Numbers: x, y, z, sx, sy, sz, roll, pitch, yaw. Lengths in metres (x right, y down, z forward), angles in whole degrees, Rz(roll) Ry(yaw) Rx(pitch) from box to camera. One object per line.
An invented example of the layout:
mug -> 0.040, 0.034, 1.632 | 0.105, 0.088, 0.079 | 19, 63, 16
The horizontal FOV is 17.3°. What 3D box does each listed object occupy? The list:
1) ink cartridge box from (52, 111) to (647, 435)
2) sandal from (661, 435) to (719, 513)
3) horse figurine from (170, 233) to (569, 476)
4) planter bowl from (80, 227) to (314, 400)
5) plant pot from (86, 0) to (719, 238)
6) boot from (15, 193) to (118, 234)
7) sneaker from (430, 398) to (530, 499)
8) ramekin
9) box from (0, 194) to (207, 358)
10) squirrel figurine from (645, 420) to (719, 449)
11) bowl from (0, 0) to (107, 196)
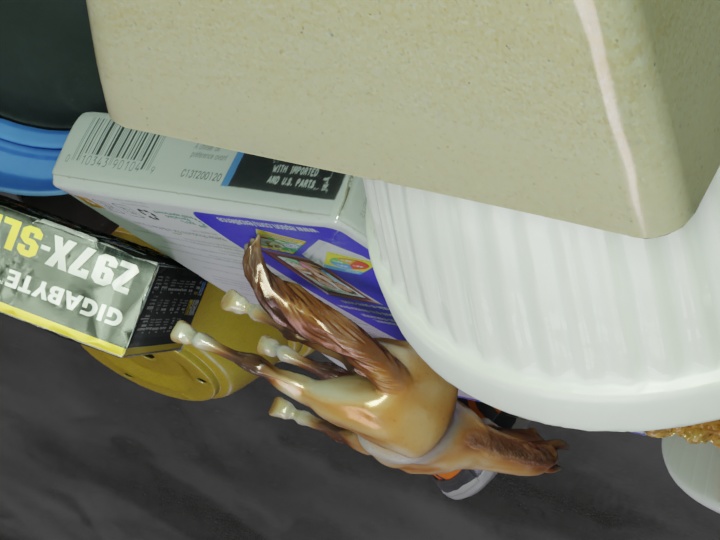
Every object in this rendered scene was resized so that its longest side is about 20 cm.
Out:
ink cartridge box -> 0.000, 0.000, 0.994 | 0.200, 0.043, 0.198 | 35, 163, -37
sandal -> 0.251, 0.113, 1.187 | 0.206, 0.079, 0.059 | 13, 153, 24
horse figurine -> 0.003, 0.049, 0.982 | 0.132, 0.050, 0.200 | 19, 167, 21
planter bowl -> -0.107, 0.018, 1.350 | 0.200, 0.084, 0.200 | 22, 158, 9
plant pot -> 0.028, -0.157, 0.690 | 0.200, 0.200, 0.177 | 13, 143, 28
boot -> -0.175, -0.093, 1.202 | 0.075, 0.074, 0.200 | 32, 158, 41
sneaker -> 0.019, 0.048, 1.219 | 0.112, 0.078, 0.200 | 34, -176, -15
ramekin -> 0.090, -0.057, 0.774 | 0.200, 0.200, 0.105 | 13, 143, 28
box -> -0.161, -0.008, 1.099 | 0.160, 0.049, 0.200 | 22, 180, 2
squirrel figurine -> 0.191, 0.031, 0.871 | 0.200, 0.142, 0.187 | 18, 139, 28
bowl -> -0.166, -0.126, 1.054 | 0.200, 0.039, 0.201 | 15, 132, 17
